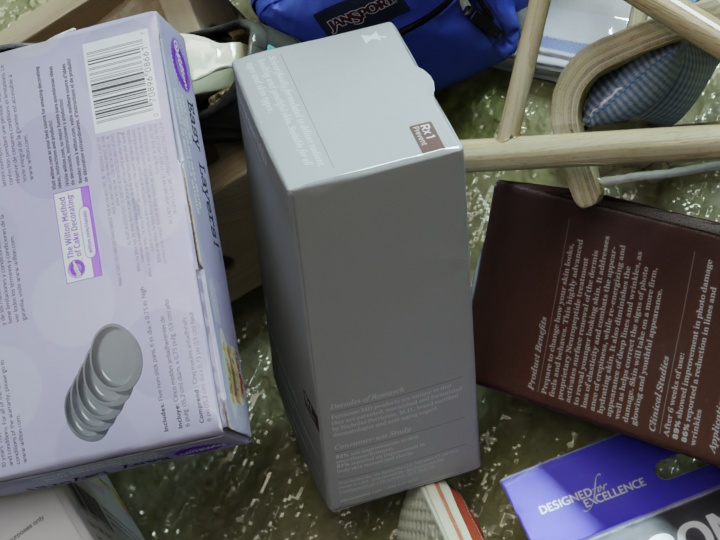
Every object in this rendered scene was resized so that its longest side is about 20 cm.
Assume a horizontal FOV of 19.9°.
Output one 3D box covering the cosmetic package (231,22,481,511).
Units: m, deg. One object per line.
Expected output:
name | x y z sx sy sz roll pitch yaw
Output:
cosmetic package | 0.000 0.000 0.949 0.089 0.201 0.107 -16 40 -8

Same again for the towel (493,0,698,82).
towel | 0.126 -0.193 1.133 0.146 0.024 0.201 16 70 20

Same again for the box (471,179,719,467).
box | 0.145 0.027 0.942 0.199 0.075 0.101 18 101 43

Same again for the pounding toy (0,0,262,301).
pounding toy | -0.091 -0.050 1.076 0.199 0.142 0.185 -29 61 12

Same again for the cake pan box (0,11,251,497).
cake pan box | -0.154 -0.004 0.908 0.182 0.052 0.202 -14 78 9

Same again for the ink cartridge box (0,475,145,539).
ink cartridge box | -0.169 0.120 0.994 0.084 0.145 0.201 -35 62 -2

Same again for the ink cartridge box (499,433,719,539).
ink cartridge box | 0.190 0.138 0.927 0.197 0.044 0.201 -20 61 -11

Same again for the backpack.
backpack | -0.001 -0.191 1.039 0.161 0.200 0.169 -26 51 16

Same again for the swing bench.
swing bench | 0.173 -0.088 0.956 0.198 0.199 0.131 16 101 20

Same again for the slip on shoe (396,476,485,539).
slip on shoe | 0.072 0.180 0.956 0.061 0.074 0.201 -9 49 -30

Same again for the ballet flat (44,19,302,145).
ballet flat | -0.119 -0.087 0.979 0.198 0.068 0.069 -12 68 20
